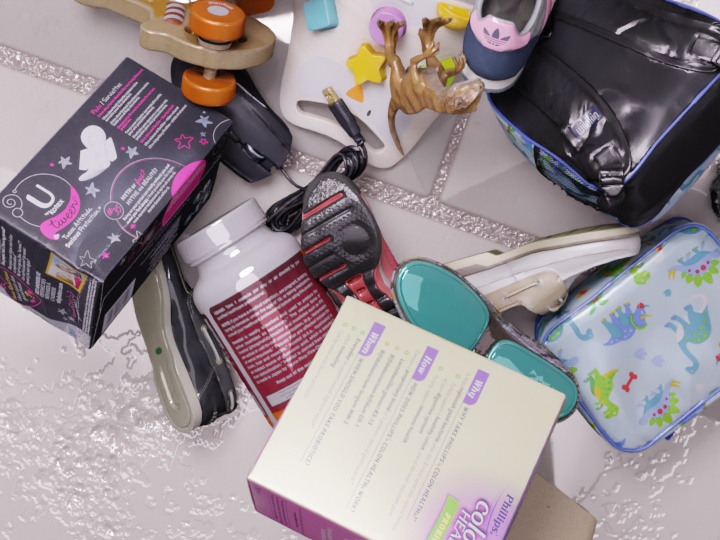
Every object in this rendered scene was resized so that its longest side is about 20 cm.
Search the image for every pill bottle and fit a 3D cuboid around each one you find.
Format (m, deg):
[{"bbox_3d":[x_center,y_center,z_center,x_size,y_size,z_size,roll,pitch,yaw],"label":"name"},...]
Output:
[{"bbox_3d":[-0.081,0.040,1.073,0.113,0.113,0.201,-31,97,4],"label":"pill bottle"}]

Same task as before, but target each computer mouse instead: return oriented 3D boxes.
[{"bbox_3d":[-0.087,-0.137,1.060,0.140,0.046,0.200,-31,97,27],"label":"computer mouse"}]

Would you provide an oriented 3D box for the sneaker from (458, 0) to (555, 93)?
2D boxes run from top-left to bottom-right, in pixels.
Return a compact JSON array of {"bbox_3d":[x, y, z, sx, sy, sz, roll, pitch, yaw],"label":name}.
[{"bbox_3d":[0.137,-0.246,0.965,0.070,0.082,0.201,16,65,2],"label":"sneaker"}]

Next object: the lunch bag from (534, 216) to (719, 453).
[{"bbox_3d":[0.274,0.063,1.090,0.200,0.082,0.161,-39,95,5],"label":"lunch bag"}]

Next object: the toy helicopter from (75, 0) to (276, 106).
[{"bbox_3d":[-0.164,-0.229,1.032,0.199,0.132,0.079,24,127,15],"label":"toy helicopter"}]

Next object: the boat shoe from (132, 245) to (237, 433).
[{"bbox_3d":[-0.170,0.049,1.109,0.067,0.072,0.201,-17,91,-36],"label":"boat shoe"}]

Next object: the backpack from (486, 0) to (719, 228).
[{"bbox_3d":[0.219,-0.148,1.018,0.183,0.147,0.200,-49,54,0],"label":"backpack"}]

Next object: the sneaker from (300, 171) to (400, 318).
[{"bbox_3d":[0.000,0.000,1.078,0.073,0.087,0.201,-23,105,8],"label":"sneaker"}]

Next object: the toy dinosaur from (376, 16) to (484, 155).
[{"bbox_3d":[0.041,-0.155,0.981,0.060,0.200,0.107,-3,93,-16],"label":"toy dinosaur"}]

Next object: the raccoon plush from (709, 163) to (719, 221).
[{"bbox_3d":[0.384,-0.095,1.040,0.096,0.134,0.201,15,98,-1],"label":"raccoon plush"}]

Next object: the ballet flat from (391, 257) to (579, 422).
[{"bbox_3d":[0.103,0.064,1.033,0.200,0.072,0.072,39,96,-5],"label":"ballet flat"}]

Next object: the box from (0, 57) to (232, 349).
[{"bbox_3d":[-0.217,-0.059,1.003,0.114,0.132,0.200,33,57,2],"label":"box"}]

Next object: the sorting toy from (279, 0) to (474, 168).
[{"bbox_3d":[0.012,-0.192,1.064,0.199,0.107,0.181,26,116,-3],"label":"sorting toy"}]

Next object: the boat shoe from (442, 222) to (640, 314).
[{"bbox_3d":[0.165,0.006,1.071,0.199,0.075,0.069,-15,90,26],"label":"boat shoe"}]

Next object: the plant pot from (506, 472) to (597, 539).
[{"bbox_3d":[0.098,0.249,1.071,0.199,0.200,0.177,38,84,-4],"label":"plant pot"}]

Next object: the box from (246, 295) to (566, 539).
[{"bbox_3d":[0.038,0.150,0.947,0.199,0.097,0.176,23,65,12],"label":"box"}]
